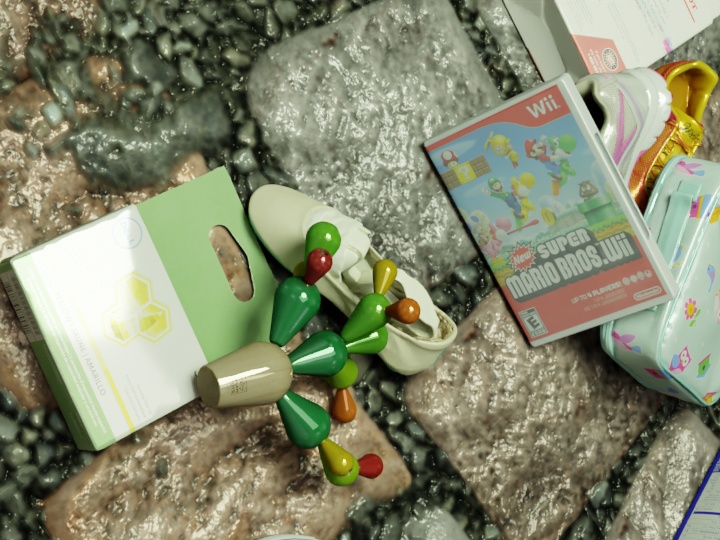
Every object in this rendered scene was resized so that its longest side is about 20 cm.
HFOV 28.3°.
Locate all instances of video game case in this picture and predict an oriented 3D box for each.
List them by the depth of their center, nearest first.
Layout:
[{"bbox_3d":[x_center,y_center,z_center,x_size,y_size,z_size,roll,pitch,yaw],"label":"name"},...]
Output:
[{"bbox_3d":[0.154,-0.044,1.167,0.201,0.142,0.017,61,37,-9],"label":"video game case"}]

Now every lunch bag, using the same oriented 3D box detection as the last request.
[{"bbox_3d":[0.287,0.003,1.240,0.160,0.077,0.201,32,77,-47],"label":"lunch bag"}]

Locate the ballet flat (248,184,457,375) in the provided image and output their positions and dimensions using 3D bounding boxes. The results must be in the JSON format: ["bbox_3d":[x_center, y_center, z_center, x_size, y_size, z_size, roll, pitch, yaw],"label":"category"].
[{"bbox_3d":[0.000,0.000,1.107,0.200,0.069,0.070,44,63,-19],"label":"ballet flat"}]

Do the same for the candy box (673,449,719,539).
[{"bbox_3d":[0.373,0.261,1.292,0.169,0.077,0.201,43,65,-19],"label":"candy box"}]

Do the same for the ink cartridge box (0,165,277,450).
[{"bbox_3d":[-0.142,0.021,1.031,0.199,0.048,0.146,-27,97,-29],"label":"ink cartridge box"}]

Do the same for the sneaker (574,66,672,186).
[{"bbox_3d":[0.183,-0.080,1.197,0.088,0.081,0.201,8,102,-38],"label":"sneaker"}]

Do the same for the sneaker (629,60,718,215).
[{"bbox_3d":[0.263,-0.106,1.279,0.073,0.077,0.201,28,71,-27],"label":"sneaker"}]

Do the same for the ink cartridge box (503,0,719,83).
[{"bbox_3d":[0.237,-0.243,1.287,0.199,0.067,0.117,-33,101,-29],"label":"ink cartridge box"}]

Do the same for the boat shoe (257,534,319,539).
[{"bbox_3d":[0.002,0.250,1.072,0.199,0.066,0.070,29,69,-25],"label":"boat shoe"}]

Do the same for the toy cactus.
[{"bbox_3d":[-0.037,0.072,1.036,0.164,0.102,0.202,-13,113,-38],"label":"toy cactus"}]
